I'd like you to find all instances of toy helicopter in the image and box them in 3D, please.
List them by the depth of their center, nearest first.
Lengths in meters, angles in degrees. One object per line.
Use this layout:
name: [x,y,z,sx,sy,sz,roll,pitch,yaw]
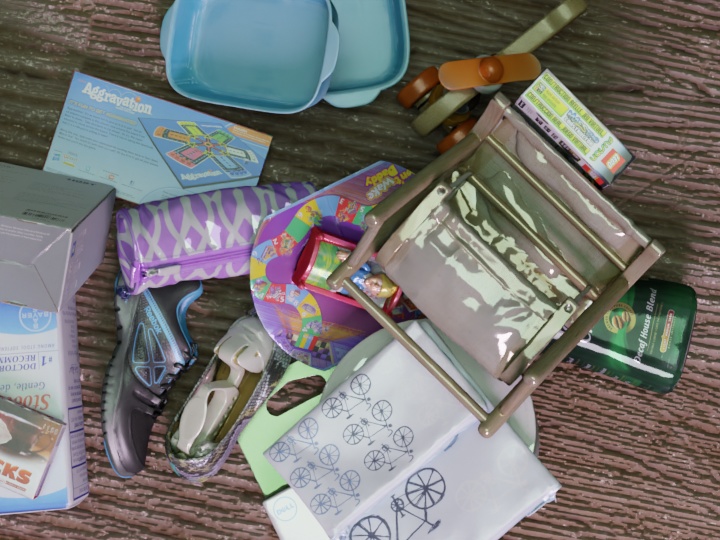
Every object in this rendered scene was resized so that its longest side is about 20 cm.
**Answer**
toy helicopter: [0.127,-0.192,1.593,0.199,0.132,0.079,-38,88,-2]

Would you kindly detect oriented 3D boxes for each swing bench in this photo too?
swing bench: [0.116,-0.007,1.487,0.199,0.130,0.200,44,59,7]

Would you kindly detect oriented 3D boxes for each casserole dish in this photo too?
casserole dish: [-0.096,-0.210,1.602,0.198,0.039,0.122,11,94,31]
casserole dish: [-0.019,-0.252,1.633,0.120,0.039,0.202,-8,86,2]

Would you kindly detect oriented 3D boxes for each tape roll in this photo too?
tape roll: [0.060,0.149,1.553,0.200,0.071,0.205,-2,77,8]

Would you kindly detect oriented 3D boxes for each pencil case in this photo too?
pencil case: [-0.128,-0.030,1.581,0.198,0.086,0.085,-12,116,-17]

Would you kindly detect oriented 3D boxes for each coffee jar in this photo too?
coffee jar: [0.205,0.042,1.608,0.198,0.085,0.105,13,87,0]

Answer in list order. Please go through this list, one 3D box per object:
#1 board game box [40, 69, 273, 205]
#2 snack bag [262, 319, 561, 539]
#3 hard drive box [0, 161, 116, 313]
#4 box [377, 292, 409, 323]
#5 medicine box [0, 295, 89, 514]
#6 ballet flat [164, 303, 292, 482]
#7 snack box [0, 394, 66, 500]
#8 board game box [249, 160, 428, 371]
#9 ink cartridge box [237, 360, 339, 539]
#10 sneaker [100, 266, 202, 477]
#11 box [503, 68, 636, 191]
board game box: [-0.192,-0.109,1.640,0.198,0.019,0.104,19,89,-1]
snack bag: [0.044,0.174,1.503,0.188,0.021,0.200,-39,74,-2]
hard drive box: [-0.314,-0.037,1.540,0.154,0.200,0.078,12,104,1]
box: [0.071,-0.042,1.627,0.199,0.049,0.083,-38,88,-2]
medicine box: [-0.351,0.121,1.587,0.180,0.103,0.202,-4,87,-1]
ballet flat: [-0.119,0.102,1.600,0.072,0.072,0.201,30,85,0]
snack box: [-0.363,0.129,1.522,0.198,0.024,0.073,23,89,0]
board game box: [0.000,0.000,1.558,0.199,0.039,0.159,-26,110,-7]
ink cartridge box: [-0.028,0.182,1.618,0.145,0.048,0.201,-27,91,-1]
sneaker: [-0.193,0.092,1.605,0.081,0.073,0.202,6,87,0]
box: [0.179,-0.115,1.557,0.110,0.200,0.035,45,86,0]
